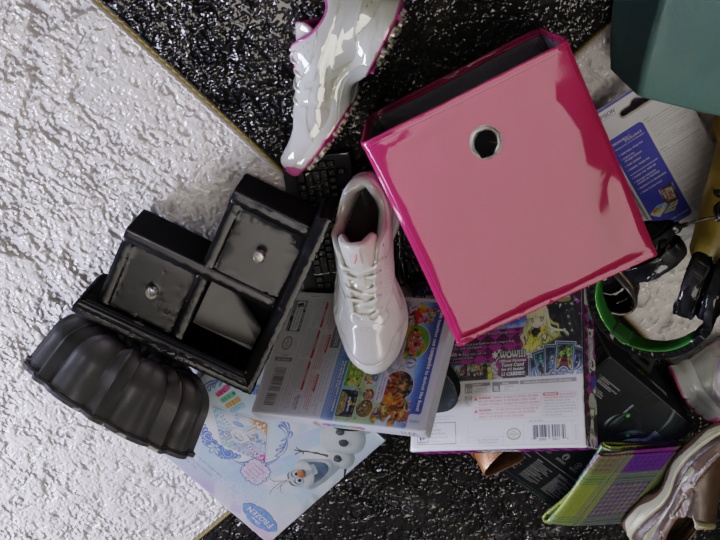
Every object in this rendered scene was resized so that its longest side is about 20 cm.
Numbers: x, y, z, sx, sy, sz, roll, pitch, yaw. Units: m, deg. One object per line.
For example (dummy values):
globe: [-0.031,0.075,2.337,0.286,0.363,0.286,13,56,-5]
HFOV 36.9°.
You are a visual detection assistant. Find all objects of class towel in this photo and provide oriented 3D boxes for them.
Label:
towel: [0.312,0.238,1.219,0.198,0.023,0.145,1,133,-28]

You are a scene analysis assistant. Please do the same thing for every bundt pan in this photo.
bundt pan: [-0.240,0.110,1.110,0.201,0.202,0.076,32,87,-21]

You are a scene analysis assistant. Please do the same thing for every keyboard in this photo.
keyboard: [-0.007,-0.034,1.139,0.125,0.021,0.202,-9,121,0]

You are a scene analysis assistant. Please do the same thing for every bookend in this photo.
bookend: [-0.152,-0.016,1.078,0.197,0.092,0.202,26,106,-6]

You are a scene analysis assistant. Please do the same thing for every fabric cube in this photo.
fabric cube: [0.130,-0.084,0.994,0.194,0.200,0.201,-24,103,9]

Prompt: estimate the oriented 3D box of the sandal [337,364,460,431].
sandal: [0.006,0.131,1.114,0.198,0.048,0.076,-13,117,31]

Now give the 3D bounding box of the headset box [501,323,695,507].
headset box: [0.251,0.161,1.222,0.174,0.093,0.200,35,112,-30]

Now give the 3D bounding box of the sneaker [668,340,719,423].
sneaker: [0.451,0.156,1.255,0.199,0.082,0.088,39,111,-24]

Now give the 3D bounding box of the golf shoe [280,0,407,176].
golf shoe: [-0.036,-0.186,1.028,0.091,0.075,0.201,30,112,-4]

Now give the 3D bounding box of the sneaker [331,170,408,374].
sneaker: [0.000,0.000,1.047,0.077,0.099,0.203,-5,86,12]

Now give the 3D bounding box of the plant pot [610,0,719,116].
plant pot: [0.307,-0.253,0.964,0.140,0.142,0.202,11,115,-11]

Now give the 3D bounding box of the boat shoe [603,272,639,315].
boat shoe: [0.219,-0.013,1.140,0.198,0.074,0.075,23,115,-17]

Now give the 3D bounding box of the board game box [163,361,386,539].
board game box: [-0.108,0.180,1.218,0.200,0.043,0.199,43,108,-13]

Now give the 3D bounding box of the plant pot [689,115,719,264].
plant pot: [0.414,-0.074,1.038,0.198,0.202,0.191,13,120,-12]

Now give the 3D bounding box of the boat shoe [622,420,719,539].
boat shoe: [0.372,0.252,1.189,0.074,0.075,0.204,3,131,-29]

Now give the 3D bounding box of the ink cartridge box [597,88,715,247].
ink cartridge box: [0.316,-0.114,1.114,0.094,0.037,0.200,-32,120,12]

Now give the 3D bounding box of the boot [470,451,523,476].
boot: [0.114,0.158,1.173,0.199,0.156,0.077,-32,143,16]

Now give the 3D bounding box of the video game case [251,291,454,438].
video game case: [-0.005,0.091,1.097,0.198,0.145,0.018,2,150,28]

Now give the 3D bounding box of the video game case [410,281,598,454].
video game case: [0.143,0.093,1.103,0.198,0.184,0.036,-8,164,32]

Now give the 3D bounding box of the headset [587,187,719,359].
headset: [0.291,0.003,1.001,0.123,0.094,0.201,37,124,8]
